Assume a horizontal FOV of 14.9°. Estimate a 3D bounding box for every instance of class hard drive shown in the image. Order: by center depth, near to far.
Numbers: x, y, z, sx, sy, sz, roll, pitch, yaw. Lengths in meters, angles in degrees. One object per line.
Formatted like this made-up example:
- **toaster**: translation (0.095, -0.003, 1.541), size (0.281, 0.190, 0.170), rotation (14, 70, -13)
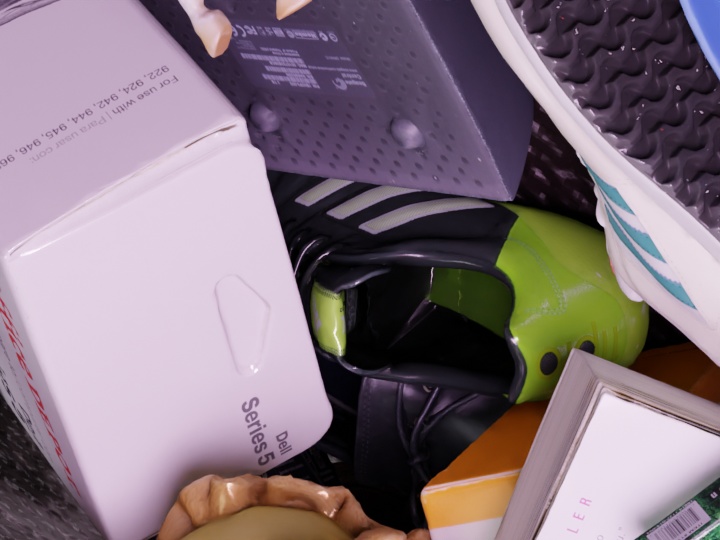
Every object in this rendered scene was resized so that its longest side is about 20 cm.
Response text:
- **hard drive**: translation (-0.032, -0.108, 0.804), size (0.135, 0.042, 0.200), rotation (9, 142, 47)

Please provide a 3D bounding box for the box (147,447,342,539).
- **box**: translation (-0.017, 0.135, 0.975), size (0.161, 0.043, 0.200), rotation (63, -173, 3)

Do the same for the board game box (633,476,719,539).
- **board game box**: translation (0.167, 0.116, 0.721), size (0.200, 0.105, 0.023), rotation (53, -177, -19)

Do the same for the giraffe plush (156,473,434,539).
- **giraffe plush**: translation (-0.051, 0.127, 0.801), size (0.161, 0.173, 0.201), rotation (-12, 107, 8)

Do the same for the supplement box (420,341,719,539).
- **supplement box**: translation (0.093, 0.136, 0.845), size (0.073, 0.126, 0.201), rotation (-12, 99, 23)

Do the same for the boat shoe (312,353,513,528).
- **boat shoe**: translation (0.025, 0.051, 0.954), size (0.200, 0.062, 0.075), rotation (26, 125, 28)

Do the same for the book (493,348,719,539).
- **book**: translation (0.126, 0.121, 0.756), size (0.199, 0.134, 0.048), rotation (21, -170, -10)

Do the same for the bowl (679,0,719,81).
- **bowl**: translation (0.162, -0.059, 0.621), size (0.200, 0.039, 0.201), rotation (29, 152, 18)

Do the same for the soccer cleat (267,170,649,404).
- **soccer cleat**: translation (0.000, 0.000, 0.885), size (0.199, 0.081, 0.068), rotation (13, 113, 41)

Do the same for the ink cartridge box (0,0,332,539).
- **ink cartridge box**: translation (-0.102, -0.032, 0.871), size (0.200, 0.084, 0.146), rotation (48, 162, 40)

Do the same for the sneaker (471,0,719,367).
- **sneaker**: translation (0.079, -0.030, 0.740), size (0.200, 0.070, 0.093), rotation (48, 153, -9)

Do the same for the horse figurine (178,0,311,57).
- **horse figurine**: translation (-0.021, -0.138, 0.672), size (0.200, 0.050, 0.133), rotation (-27, 97, 33)

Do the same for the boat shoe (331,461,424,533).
- **boat shoe**: translation (0.039, 0.153, 1.132), size (0.200, 0.072, 0.076), rotation (46, 170, -13)
